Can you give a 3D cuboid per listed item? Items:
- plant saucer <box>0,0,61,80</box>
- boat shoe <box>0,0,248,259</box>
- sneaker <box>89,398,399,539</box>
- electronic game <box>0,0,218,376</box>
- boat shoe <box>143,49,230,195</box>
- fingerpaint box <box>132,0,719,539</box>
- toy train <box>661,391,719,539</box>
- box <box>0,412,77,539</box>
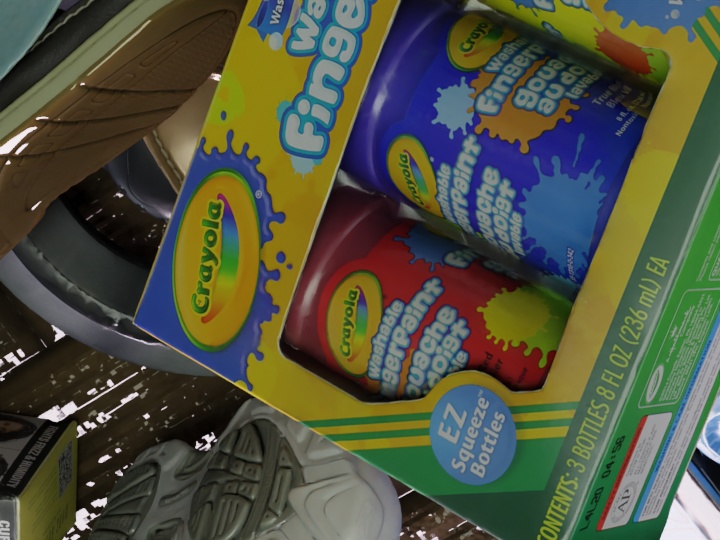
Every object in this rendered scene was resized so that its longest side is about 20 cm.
[{"bbox_3d":[-0.178,-0.134,0.823,0.199,0.039,0.203,0,95,1],"label":"plant saucer"},{"bbox_3d":[-0.118,-0.056,0.859,0.200,0.073,0.065,-36,74,33],"label":"boat shoe"},{"bbox_3d":[-0.023,0.101,0.939,0.099,0.078,0.200,31,162,-19],"label":"sneaker"},{"bbox_3d":[-0.055,-0.053,0.930,0.198,0.042,0.201,2,116,3],"label":"electronic game"},{"bbox_3d":[0.000,0.000,0.891,0.200,0.066,0.074,42,111,-14],"label":"boat shoe"},{"bbox_3d":[0.042,-0.039,0.777,0.166,0.073,0.201,29,105,28],"label":"fingerpaint box"},{"bbox_3d":[0.134,0.068,0.883,0.114,0.087,0.200,-12,133,38],"label":"toy train"},{"bbox_3d":[-0.214,0.080,1.011,0.199,0.075,0.050,7,113,11],"label":"box"}]
